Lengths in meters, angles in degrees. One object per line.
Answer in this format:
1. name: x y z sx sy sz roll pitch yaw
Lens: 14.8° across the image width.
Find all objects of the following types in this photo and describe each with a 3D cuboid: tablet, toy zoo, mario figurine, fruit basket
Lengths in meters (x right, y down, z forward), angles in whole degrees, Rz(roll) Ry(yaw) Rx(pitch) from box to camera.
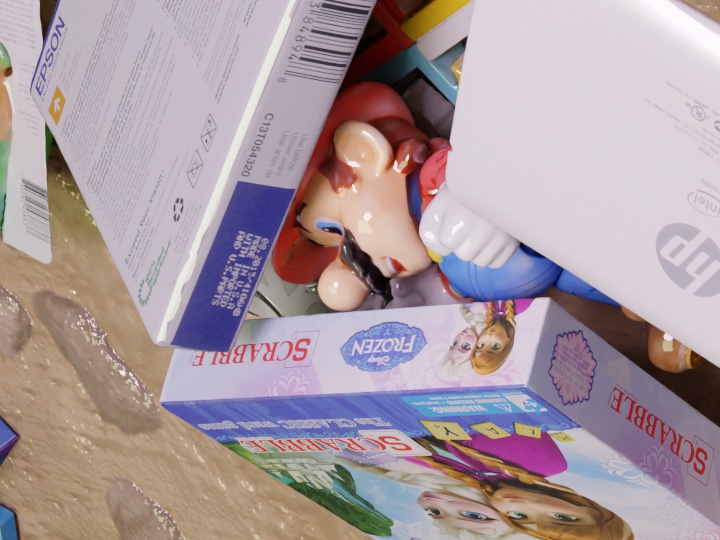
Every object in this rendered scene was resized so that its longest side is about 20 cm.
1. tablet: 0.113 -0.021 0.889 0.200 0.014 0.130 34 140 23
2. toy zoo: 0.024 -0.095 1.128 0.131 0.020 0.200 47 149 -7
3. mario figurine: 0.038 -0.001 1.103 0.200 0.106 0.124 16 126 29
4. fruit basket: -0.214 -0.118 1.348 0.185 0.094 0.200 19 117 34

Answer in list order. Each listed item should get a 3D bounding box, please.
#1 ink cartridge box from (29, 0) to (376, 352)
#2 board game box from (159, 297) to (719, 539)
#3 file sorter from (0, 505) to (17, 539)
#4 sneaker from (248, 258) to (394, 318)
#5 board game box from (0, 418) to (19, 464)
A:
1. ink cartridge box: -0.066 -0.102 1.137 0.197 0.043 0.200 -67 32 27
2. board game box: 0.054 0.076 1.157 0.200 0.041 0.199 -5 150 43
3. file sorter: -0.287 0.221 1.657 0.139 0.123 0.200 26 137 30
4. sneaker: 0.000 0.000 1.224 0.115 0.076 0.201 -4 127 44
5. board game box: -0.305 0.106 1.514 0.134 0.200 0.045 46 143 6
